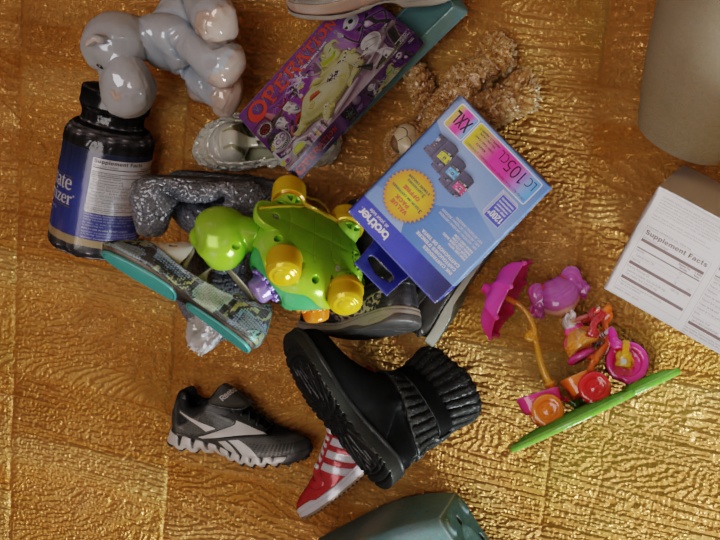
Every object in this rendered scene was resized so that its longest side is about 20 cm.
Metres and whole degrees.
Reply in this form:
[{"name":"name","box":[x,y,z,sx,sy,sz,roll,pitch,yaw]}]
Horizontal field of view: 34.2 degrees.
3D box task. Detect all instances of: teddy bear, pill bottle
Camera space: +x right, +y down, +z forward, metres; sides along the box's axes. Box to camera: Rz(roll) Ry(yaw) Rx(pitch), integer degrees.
[{"name":"teddy bear","box":[0.103,-0.171,1.274,0.199,0.067,0.146,-19,90,23]},{"name":"pill bottle","box":[-0.313,-0.122,1.426,0.111,0.112,0.202,18,106,18]}]

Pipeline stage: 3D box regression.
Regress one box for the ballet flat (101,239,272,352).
[{"name":"ballet flat","box":[-0.182,0.010,1.261,0.199,0.074,0.074,35,111,-7]}]

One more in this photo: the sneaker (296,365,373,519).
[{"name":"sneaker","box":[-0.030,0.199,1.394,0.113,0.071,0.200,46,105,4]}]

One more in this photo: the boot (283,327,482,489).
[{"name":"boot","box":[0.024,0.120,1.308,0.212,0.158,0.079,54,152,-2]}]

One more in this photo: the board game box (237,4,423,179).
[{"name":"board game box","box":[-0.036,-0.208,1.286,0.200,0.032,0.120,-48,47,5]}]

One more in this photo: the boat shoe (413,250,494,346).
[{"name":"boat shoe","box":[0.106,-0.010,1.300,0.060,0.072,0.202,33,113,9]}]

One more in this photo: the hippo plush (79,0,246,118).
[{"name":"hippo plush","box":[-0.229,-0.256,1.313,0.160,0.159,0.202,-18,98,-19]}]

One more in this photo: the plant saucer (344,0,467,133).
[{"name":"plant saucer","box":[0.032,-0.241,1.297,0.200,0.019,0.070,-43,47,24]}]

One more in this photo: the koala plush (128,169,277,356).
[{"name":"koala plush","box":[-0.162,-0.009,1.359,0.182,0.177,0.202,5,98,11]}]

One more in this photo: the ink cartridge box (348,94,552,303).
[{"name":"ink cartridge box","box":[0.082,-0.063,1.215,0.136,0.076,0.200,45,101,3]}]

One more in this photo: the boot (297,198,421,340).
[{"name":"boot","box":[0.000,0.000,1.339,0.199,0.073,0.152,-12,72,56]}]

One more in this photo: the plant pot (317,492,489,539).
[{"name":"plant pot","box":[0.057,0.365,1.332,0.199,0.196,0.197,-35,86,15]}]

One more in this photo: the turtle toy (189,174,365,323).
[{"name":"turtle toy","box":[-0.082,-0.019,1.241,0.199,0.146,0.101,25,130,-22]}]

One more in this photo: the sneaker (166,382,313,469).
[{"name":"sneaker","box":[-0.152,0.187,1.443,0.198,0.066,0.091,7,105,23]}]

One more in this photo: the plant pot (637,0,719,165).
[{"name":"plant pot","box":[0.349,-0.210,1.122,0.187,0.187,0.201,31,124,14]}]

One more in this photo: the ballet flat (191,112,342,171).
[{"name":"ballet flat","box":[-0.119,-0.155,1.367,0.198,0.072,0.072,-1,99,22]}]

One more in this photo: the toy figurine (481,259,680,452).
[{"name":"toy figurine","box":[0.214,0.069,1.254,0.199,0.150,0.185,-25,80,2]}]

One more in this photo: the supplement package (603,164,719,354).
[{"name":"supplement package","box":[0.344,-0.011,1.134,0.155,0.200,0.112,31,109,14]}]

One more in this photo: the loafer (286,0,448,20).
[{"name":"loafer","box":[0.008,-0.318,1.256,0.198,0.072,0.063,-2,140,18]}]
